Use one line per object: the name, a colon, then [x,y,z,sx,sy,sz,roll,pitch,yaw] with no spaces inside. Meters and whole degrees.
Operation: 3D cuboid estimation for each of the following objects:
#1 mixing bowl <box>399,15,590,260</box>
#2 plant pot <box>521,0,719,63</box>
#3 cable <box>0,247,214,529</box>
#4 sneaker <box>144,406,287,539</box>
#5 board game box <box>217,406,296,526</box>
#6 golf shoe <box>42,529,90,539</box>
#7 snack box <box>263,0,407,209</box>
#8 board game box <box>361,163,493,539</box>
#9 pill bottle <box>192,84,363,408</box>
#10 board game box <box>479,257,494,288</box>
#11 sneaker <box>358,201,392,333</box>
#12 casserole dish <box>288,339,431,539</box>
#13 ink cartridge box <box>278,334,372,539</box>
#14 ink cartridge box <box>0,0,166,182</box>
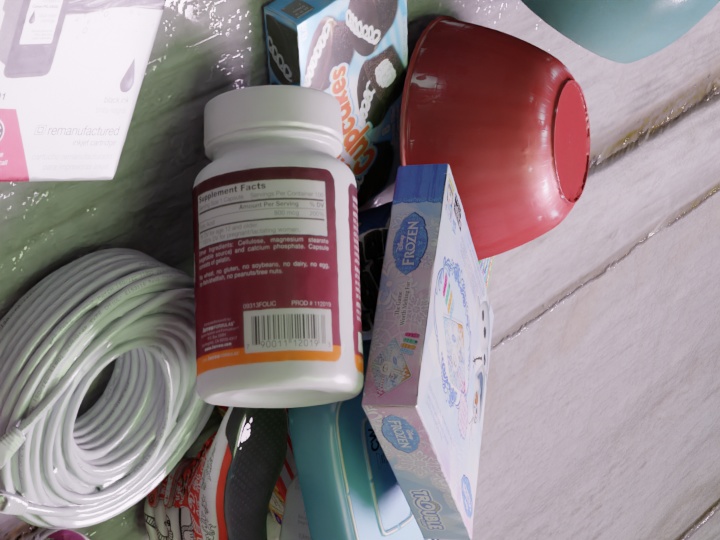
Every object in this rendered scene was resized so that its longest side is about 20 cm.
mixing bowl: [0.116,-0.100,1.271,0.200,0.107,0.203,1,90,-65]
plant pot: [0.206,-0.263,1.267,0.200,0.201,0.162,-3,133,-54]
cable: [-0.180,0.084,1.112,0.201,0.069,0.200,-57,149,-8]
sneaker: [-0.117,0.158,1.229,0.067,0.107,0.203,-26,133,-41]
board game box: [-0.034,0.123,1.375,0.152,0.046,0.201,-48,147,-20]
golf shoe: [-0.229,0.265,1.137,0.200,0.076,0.091,-42,142,20]
snack box: [-0.014,-0.130,1.200,0.116,0.037,0.201,-37,143,-32]
board game box: [0.054,0.063,1.181,0.201,0.043,0.201,68,25,-52]
pill bottle: [-0.057,-0.014,1.088,0.114,0.113,0.203,19,66,-58]
board game box: [0.084,0.063,1.465,0.135,0.029,0.202,-58,160,-57]
sneaker: [0.000,0.000,1.258,0.200,0.088,0.079,-40,114,-60]
casserole dish: [0.009,0.149,1.229,0.120,0.039,0.202,-24,110,-40]
ink cartridge box: [-0.012,0.145,1.317,0.160,0.047,0.203,-2,100,-72]
ink cartridge box: [-0.183,-0.156,0.887,0.145,0.083,0.202,-6,121,-53]
